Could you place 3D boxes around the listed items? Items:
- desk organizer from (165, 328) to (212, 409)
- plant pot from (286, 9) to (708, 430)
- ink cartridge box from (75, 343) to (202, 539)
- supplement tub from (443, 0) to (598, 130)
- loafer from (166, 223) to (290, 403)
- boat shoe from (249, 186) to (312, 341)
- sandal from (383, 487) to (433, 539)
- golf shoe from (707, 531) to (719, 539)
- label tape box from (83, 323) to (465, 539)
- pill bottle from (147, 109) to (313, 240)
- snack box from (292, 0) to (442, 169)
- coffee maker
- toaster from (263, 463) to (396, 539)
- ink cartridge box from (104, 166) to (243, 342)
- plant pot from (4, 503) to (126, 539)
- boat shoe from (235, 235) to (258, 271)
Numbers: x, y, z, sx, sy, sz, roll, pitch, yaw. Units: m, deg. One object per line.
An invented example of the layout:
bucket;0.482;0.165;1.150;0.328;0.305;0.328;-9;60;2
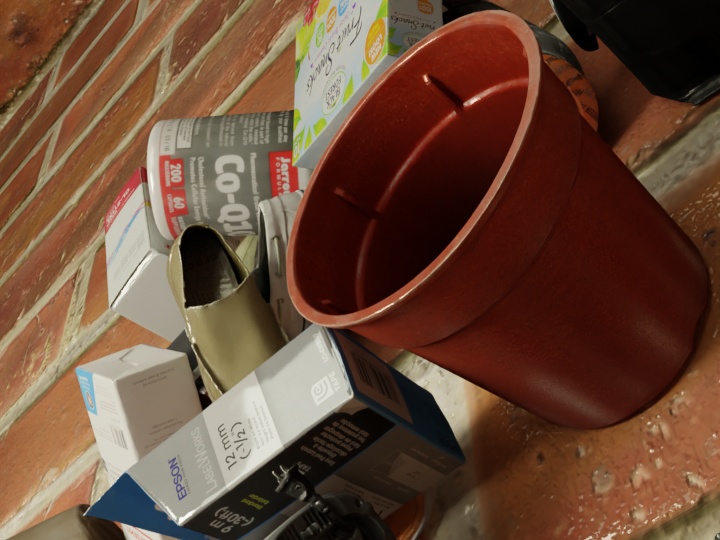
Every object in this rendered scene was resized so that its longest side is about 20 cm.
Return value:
desk organizer;-0.124;0.103;0.923;0.072;0.077;0.199;-48;18;-21
plant pot;0.092;-0.013;0.615;0.200;0.194;0.202;-37;35;31
ink cartridge box;-0.167;0.170;0.862;0.066;0.203;0.115;-19;10;-29
supplement tub;0.099;-0.142;0.811;0.123;0.122;0.200;-51;29;10
loafer;-0.101;0.046;0.798;0.075;0.068;0.201;-29;65;-14
boat shoe;-0.071;0.016;0.879;0.074;0.066;0.202;-123;34;-50
sandal;-0.029;0.153;0.765;0.206;0.059;0.080;22;77;54
golf shoe;0.150;0.199;0.460;0.201;0.077;0.095;-53;46;11
label tape box;-0.052;0.134;0.652;0.199;0.143;0.066;-39;51;12
pill bottle;-0.091;-0.091;0.967;0.197;0.115;0.115;-4;44;3
snack box;0.001;-0.183;0.836;0.200;0.052;0.144;141;132;-60
coffee maker;0.183;-0.218;0.672;0.135;0.199;0.192;-52;29;10
toaster;-0.025;0.223;0.584;0.129;0.201;0.113;-41;-7;36
ink cartridge box;-0.194;-0.007;1.105;0.083;0.145;0.201;-49;29;15
plant pot;-0.277;0.309;0.908;0.173;0.201;0.200;-39;29;-3
boat shoe;-0.073;-0.045;1.048;0.064;0.073;0.202;-7;54;36
